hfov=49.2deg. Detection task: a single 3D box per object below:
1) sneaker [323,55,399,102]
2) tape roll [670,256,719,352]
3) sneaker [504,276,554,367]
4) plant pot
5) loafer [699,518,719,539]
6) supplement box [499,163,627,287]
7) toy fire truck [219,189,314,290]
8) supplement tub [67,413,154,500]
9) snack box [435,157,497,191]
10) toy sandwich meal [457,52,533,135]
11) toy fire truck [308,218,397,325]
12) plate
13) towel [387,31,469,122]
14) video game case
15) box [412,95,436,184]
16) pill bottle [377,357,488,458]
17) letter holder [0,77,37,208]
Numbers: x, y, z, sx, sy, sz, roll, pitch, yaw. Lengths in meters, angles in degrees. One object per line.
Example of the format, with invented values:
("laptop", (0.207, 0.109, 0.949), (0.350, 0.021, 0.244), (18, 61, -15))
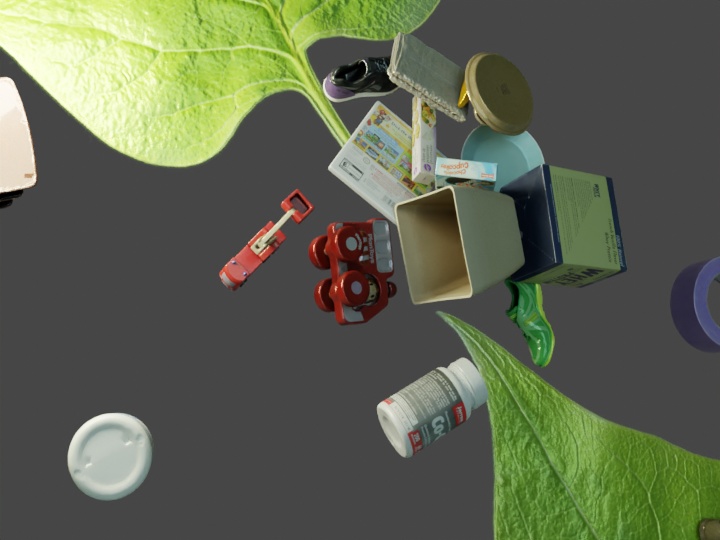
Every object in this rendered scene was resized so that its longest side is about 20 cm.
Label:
("sneaker", (0.025, -0.398, 1.596), (0.196, 0.087, 0.077), (-22, 86, -17))
("tape roll", (0.786, 0.075, 1.718), (0.195, 0.085, 0.205), (2, 81, -14))
("sneaker", (0.337, 0.101, 1.605), (0.082, 0.074, 0.205), (-7, 74, -18))
("plant pot", (0.204, -0.056, 1.535), (0.174, 0.199, 0.205), (-11, 89, -32))
("loafer", (0.811, 0.564, 1.650), (0.195, 0.067, 0.078), (6, 79, -13))
("supplement box", (0.407, -0.084, 1.584), (0.196, 0.134, 0.205), (5, 72, -30))
("toy fire truck", (-0.177, -0.052, 1.458), (0.049, 0.141, 0.200), (44, 73, -3))
("supplement tub", (-0.410, 0.305, 1.308), (0.129, 0.200, 0.135), (2, 80, -14))
("snack box", (0.204, -0.172, 1.532), (0.113, 0.200, 0.038), (7, 83, 8))
("toy sandwich meal", (0.279, -0.364, 1.634), (0.201, 0.070, 0.210), (13, 65, -29))
("toy fire truck", (0.000, 0.000, 1.522), (0.165, 0.111, 0.205), (-3, 82, -34))
("plate", (0.300, -0.218, 1.671), (0.195, 0.026, 0.205), (2, 81, -14))
("towel", (0.145, -0.398, 1.621), (0.197, 0.034, 0.135), (28, 54, -20))
("video game case", (0.061, -0.216, 1.610), (0.199, 0.023, 0.183), (38, 74, -5))
("box", (0.130, -0.274, 1.603), (0.038, 0.041, 0.205), (11, 65, -19))
("pill bottle", (0.140, 0.258, 1.503), (0.197, 0.114, 0.116), (-28, 88, -17))
("letter holder", (-0.650, -0.220, 1.387), (0.139, 0.100, 0.205), (-14, 85, -18))
